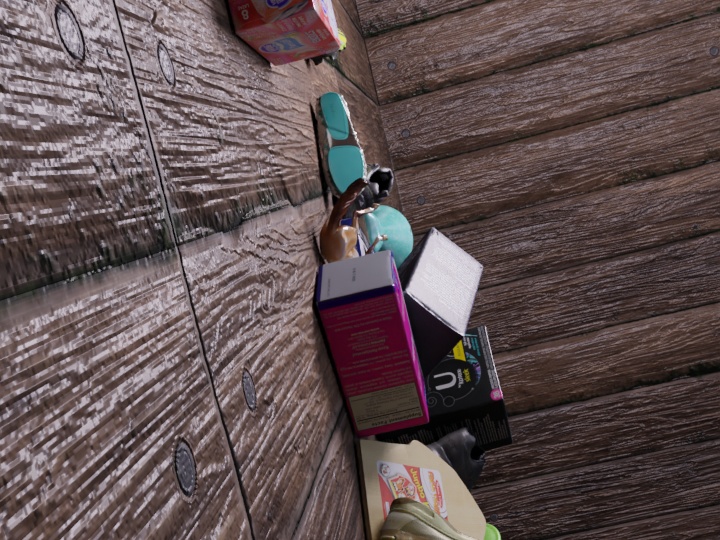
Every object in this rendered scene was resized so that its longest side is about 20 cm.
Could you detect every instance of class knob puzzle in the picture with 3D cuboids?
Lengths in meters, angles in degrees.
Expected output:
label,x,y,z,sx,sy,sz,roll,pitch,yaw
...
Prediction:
label,x,y,z,sx,sy,sz,roll,pitch,yaw
knob puzzle,0.079,0.316,1.074,0.217,0.030,0.223,25,45,-27

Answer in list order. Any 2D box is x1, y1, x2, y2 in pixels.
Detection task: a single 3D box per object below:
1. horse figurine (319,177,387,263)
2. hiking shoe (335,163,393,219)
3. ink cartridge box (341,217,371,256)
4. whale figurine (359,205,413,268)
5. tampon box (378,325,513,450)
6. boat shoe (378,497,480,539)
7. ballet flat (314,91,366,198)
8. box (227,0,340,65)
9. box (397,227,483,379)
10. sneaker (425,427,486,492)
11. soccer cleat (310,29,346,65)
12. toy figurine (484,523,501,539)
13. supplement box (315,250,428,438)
label,x,y,z,sx,sy,sz,roll,pitch,yaw
horse figurine,-0.012,-0.031,1.148,0.133,0.049,0.203,-51,144,-34
hiking shoe,0.010,-0.145,1.445,0.201,0.098,0.077,-89,165,-62
ink cartridge box,0.000,0.000,1.328,0.200,0.043,0.096,59,21,-69
whale figurine,0.041,-0.061,1.519,0.200,0.101,0.163,47,31,-81
tampon box,0.124,0.201,1.333,0.152,0.196,0.128,-98,171,-45
boat shoe,0.112,0.347,1.000,0.073,0.199,0.064,-45,-169,51
ballet flat,-0.033,-0.188,1.338,0.072,0.070,0.204,63,16,-63
box,-0.088,-0.312,0.976,0.200,0.093,0.105,-32,108,-82
box,0.084,0.058,1.221,0.103,0.149,0.201,35,34,-5
sneaker,0.152,0.307,1.281,0.076,0.090,0.201,51,-12,34
soccer cleat,-0.065,-0.418,1.484,0.201,0.063,0.085,-85,158,-67
toy figurine,0.114,0.372,1.183,0.186,0.148,0.201,63,39,-24
supplement box,0.017,0.094,1.072,0.102,0.101,0.204,-91,168,-64
